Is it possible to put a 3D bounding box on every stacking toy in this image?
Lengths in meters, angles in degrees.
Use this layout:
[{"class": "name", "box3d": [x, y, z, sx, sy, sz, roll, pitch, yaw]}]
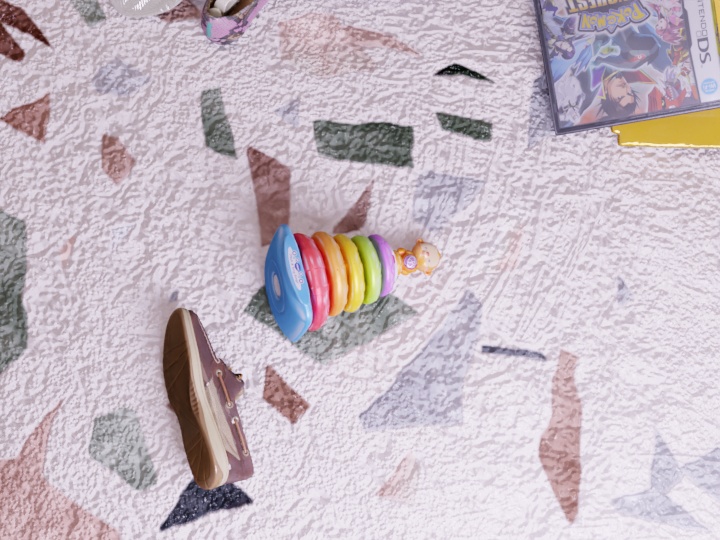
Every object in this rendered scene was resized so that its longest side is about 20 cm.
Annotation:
[{"class": "stacking toy", "box3d": [0.000, 0.000, 1.272, 0.198, 0.110, 0.117, -10, 75, -18]}]

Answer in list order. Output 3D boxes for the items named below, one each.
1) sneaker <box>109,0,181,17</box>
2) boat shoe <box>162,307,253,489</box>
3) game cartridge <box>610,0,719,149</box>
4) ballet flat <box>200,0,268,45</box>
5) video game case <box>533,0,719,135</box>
[{"class": "sneaker", "box3d": [-0.208, -0.378, 1.352, 0.199, 0.112, 0.077, -33, 113, 20]}, {"class": "boat shoe", "box3d": [-0.161, 0.135, 1.242, 0.072, 0.072, 0.201, -3, 63, -36]}, {"class": "game cartridge", "box3d": [0.397, -0.232, 1.343, 0.198, 0.032, 0.178, 3, 98, 8]}, {"class": "ballet flat", "box3d": [-0.122, -0.356, 1.349, 0.069, 0.071, 0.201, 33, 76, 2]}, {"class": "video game case", "box3d": [0.307, -0.261, 1.311, 0.198, 0.025, 0.182, -8, 100, 22]}]
